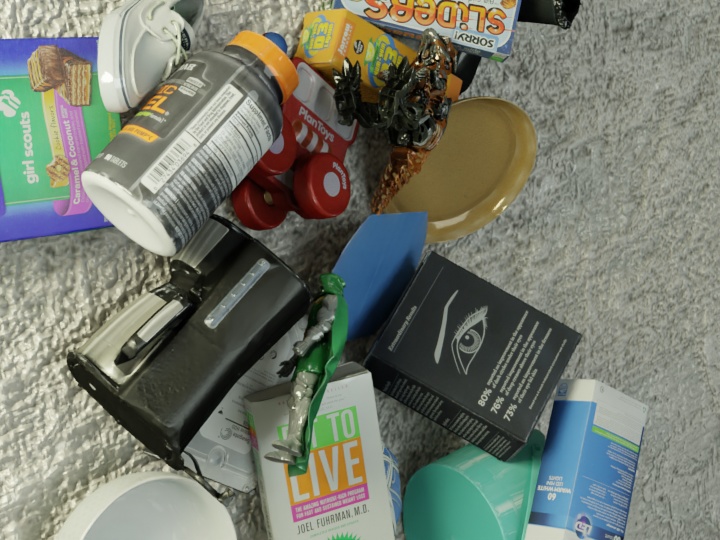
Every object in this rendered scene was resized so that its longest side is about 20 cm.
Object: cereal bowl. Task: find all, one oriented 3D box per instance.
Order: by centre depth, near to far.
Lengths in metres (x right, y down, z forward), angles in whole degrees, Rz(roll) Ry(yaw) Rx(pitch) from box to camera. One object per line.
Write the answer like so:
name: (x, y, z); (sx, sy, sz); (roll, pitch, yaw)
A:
cereal bowl: (-0.217, 0.286, 1.161); (0.200, 0.083, 0.200); (-7, 100, -42)

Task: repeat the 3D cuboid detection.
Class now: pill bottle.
pill bottle: (-0.139, -0.117, 1.059); (0.200, 0.106, 0.106); (-51, 126, -20)

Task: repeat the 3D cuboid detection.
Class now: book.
book: (-0.043, 0.211, 1.278); (0.134, 0.048, 0.200); (-15, 105, -21)

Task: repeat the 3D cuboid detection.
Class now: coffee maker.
coffee maker: (-0.141, 0.077, 1.143); (0.200, 0.135, 0.192); (-47, 111, -21)

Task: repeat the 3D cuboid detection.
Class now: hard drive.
hard drive: (-0.130, 0.117, 1.255); (0.140, 0.038, 0.200); (33, 74, -40)

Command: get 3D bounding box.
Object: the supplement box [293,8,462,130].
supplement box: (0.021, -0.216, 1.337); (0.200, 0.069, 0.067); (21, 80, -41)

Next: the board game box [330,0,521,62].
board game box: (0.077, -0.316, 1.323); (0.200, 0.034, 0.135); (12, 86, -7)

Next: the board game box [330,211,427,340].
board game box: (0.000, 0.000, 1.343); (0.200, 0.039, 0.158); (-8, 124, -60)

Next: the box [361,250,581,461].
box: (0.121, 0.097, 1.371); (0.200, 0.104, 0.148); (30, 68, 5)

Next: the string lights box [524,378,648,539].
string lights box: (0.253, 0.231, 1.360); (0.103, 0.059, 0.200); (27, 70, -36)

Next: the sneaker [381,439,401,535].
sneaker: (-0.004, 0.211, 1.372); (0.077, 0.076, 0.200); (-49, 127, -60)

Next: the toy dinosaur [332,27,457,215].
toy dinosaur: (0.050, -0.159, 1.255); (0.136, 0.102, 0.200); (30, 51, -47)

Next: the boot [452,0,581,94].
boot: (0.169, -0.295, 1.395); (0.073, 0.162, 0.198); (11, 88, -55)

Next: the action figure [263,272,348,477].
action figure: (-0.048, 0.091, 1.197); (0.055, 0.118, 0.200); (19, 61, -8)

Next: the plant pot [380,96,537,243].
plant pot: (0.109, -0.118, 1.398); (0.200, 0.027, 0.200); (-17, 134, -18)

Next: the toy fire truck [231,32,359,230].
toy fire truck: (-0.086, -0.144, 1.223); (0.200, 0.112, 0.168); (37, 56, -40)

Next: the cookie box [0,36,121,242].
cookie box: (-0.306, -0.112, 1.036); (0.200, 0.075, 0.171); (-12, 102, -42)

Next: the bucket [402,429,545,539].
bucket: (0.157, 0.296, 1.440); (0.135, 0.207, 0.207); (-14, 104, -38)

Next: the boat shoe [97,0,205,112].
boat shoe: (-0.181, -0.208, 1.077); (0.200, 0.067, 0.074); (-85, 170, -50)
